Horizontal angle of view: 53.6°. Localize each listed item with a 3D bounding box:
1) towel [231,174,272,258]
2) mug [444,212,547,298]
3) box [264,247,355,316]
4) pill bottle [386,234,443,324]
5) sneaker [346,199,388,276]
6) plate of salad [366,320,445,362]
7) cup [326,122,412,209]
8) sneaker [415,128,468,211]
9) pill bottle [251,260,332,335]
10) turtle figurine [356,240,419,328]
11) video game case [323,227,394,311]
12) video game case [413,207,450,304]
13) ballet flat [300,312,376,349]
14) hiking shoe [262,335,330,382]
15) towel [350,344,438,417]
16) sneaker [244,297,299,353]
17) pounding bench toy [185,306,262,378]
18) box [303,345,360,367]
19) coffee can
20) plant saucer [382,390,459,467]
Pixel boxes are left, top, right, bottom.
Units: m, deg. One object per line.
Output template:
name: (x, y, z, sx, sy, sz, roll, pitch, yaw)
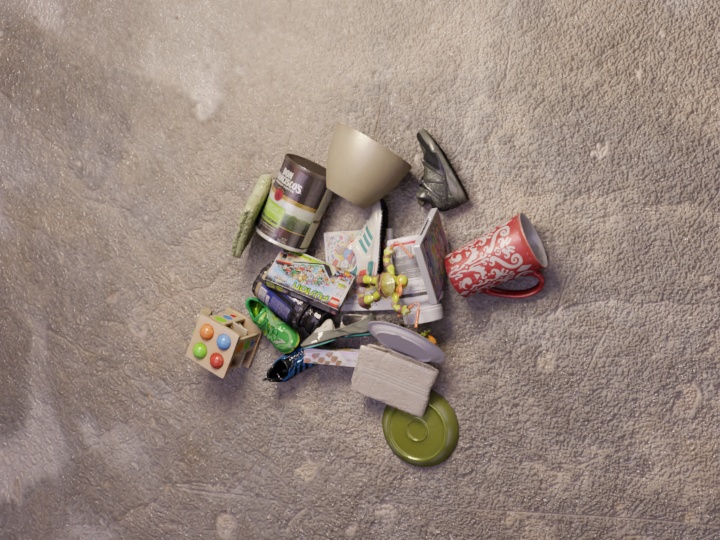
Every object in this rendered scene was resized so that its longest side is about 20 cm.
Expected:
towel: (-0.273, -0.132, 1.771, 0.036, 0.149, 0.200, 24, 140, -4)
mug: (0.308, -0.007, 1.597, 0.199, 0.133, 0.179, -26, 83, 25)
box: (-0.123, 0.024, 1.747, 0.199, 0.035, 0.111, 22, 61, 8)
pill bottle: (0.133, 0.019, 1.675, 0.113, 0.114, 0.202, -9, 92, 22)
sneaker: (0.012, -0.078, 1.713, 0.093, 0.070, 0.202, 7, 101, 15)
plate of salad: (0.109, 0.160, 1.672, 0.199, 0.200, 0.048, 18, 69, 19)
cup: (-0.001, -0.228, 1.649, 0.199, 0.200, 0.144, 32, 96, 16)
sneaker: (0.159, -0.226, 1.663, 0.114, 0.076, 0.201, -27, 90, 15)
pill bottle: (-0.169, 0.073, 1.800, 0.200, 0.112, 0.112, 38, 107, 16)
turtle figurine: (0.059, 0.045, 1.628, 0.161, 0.064, 0.202, -19, 84, 47)
video game case: (0.000, 0.000, 1.776, 0.180, 0.023, 0.202, -3, 93, 22)
video game case: (0.165, -0.035, 1.590, 0.018, 0.200, 0.144, -9, 115, 23)
ballet flat: (-0.056, 0.144, 1.755, 0.198, 0.067, 0.064, -11, 85, -13)
hiking shoe: (-0.157, 0.230, 1.825, 0.200, 0.087, 0.075, -42, 79, 20)
towel: (0.078, 0.263, 1.718, 0.199, 0.034, 0.134, 20, 110, 12)
sneaker: (-0.234, 0.140, 1.825, 0.200, 0.083, 0.074, 41, 96, 31)
pounding bench toy: (-0.387, 0.171, 1.875, 0.199, 0.156, 0.125, 27, 104, 18)
box: (-0.041, 0.215, 1.770, 0.198, 0.041, 0.039, 5, 98, 3)
coffee can: (-0.156, -0.166, 1.758, 0.146, 0.146, 0.201, 30, 105, 17)
plant saucer: (0.142, 0.389, 1.750, 0.198, 0.031, 0.202, 2, 95, 21)
